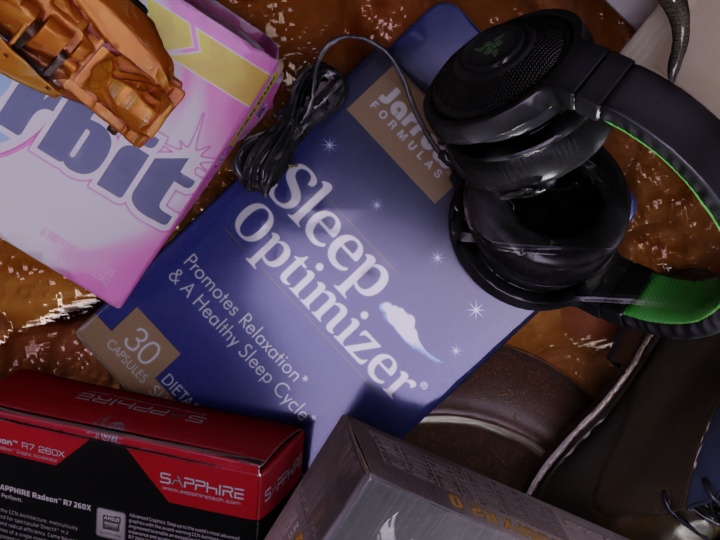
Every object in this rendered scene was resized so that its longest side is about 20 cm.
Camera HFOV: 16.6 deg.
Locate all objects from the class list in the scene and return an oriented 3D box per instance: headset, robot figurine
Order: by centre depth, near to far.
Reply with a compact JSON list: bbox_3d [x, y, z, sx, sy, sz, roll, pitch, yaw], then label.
[{"bbox_3d":[-0.121,-0.144,0.853,0.200,0.058,0.145,39,94,-14],"label":"robot figurine"},{"bbox_3d":[0.053,-0.032,0.898,0.094,0.200,0.124,-49,147,-27],"label":"headset"}]

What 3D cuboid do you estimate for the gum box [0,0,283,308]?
[{"bbox_3d":[-0.136,-0.084,0.933,0.200,0.066,0.114,32,99,-13],"label":"gum box"}]

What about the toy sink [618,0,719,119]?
[{"bbox_3d":[0.215,-0.100,0.921,0.200,0.112,0.130,-50,150,6],"label":"toy sink"}]

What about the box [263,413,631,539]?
[{"bbox_3d":[0.041,0.162,0.924,0.200,0.048,0.159,26,108,-23],"label":"box"}]

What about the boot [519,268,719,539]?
[{"bbox_3d":[0.121,0.093,0.967,0.075,0.097,0.200,28,82,-27],"label":"boot"}]

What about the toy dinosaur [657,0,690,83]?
[{"bbox_3d":[0.066,-0.157,0.855,0.077,0.102,0.200,-10,96,3],"label":"toy dinosaur"}]

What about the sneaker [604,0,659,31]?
[{"bbox_3d":[0.097,-0.181,0.934,0.116,0.074,0.200,-41,104,8],"label":"sneaker"}]

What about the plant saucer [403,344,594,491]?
[{"bbox_3d":[0.027,0.126,1.026,0.200,0.034,0.201,-2,104,-7],"label":"plant saucer"}]

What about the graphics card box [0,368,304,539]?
[{"bbox_3d":[-0.091,0.146,0.972,0.125,0.051,0.200,10,111,17],"label":"graphics card box"}]

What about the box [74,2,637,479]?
[{"bbox_3d":[0.000,0.000,0.973,0.200,0.032,0.121,-43,89,2],"label":"box"}]
